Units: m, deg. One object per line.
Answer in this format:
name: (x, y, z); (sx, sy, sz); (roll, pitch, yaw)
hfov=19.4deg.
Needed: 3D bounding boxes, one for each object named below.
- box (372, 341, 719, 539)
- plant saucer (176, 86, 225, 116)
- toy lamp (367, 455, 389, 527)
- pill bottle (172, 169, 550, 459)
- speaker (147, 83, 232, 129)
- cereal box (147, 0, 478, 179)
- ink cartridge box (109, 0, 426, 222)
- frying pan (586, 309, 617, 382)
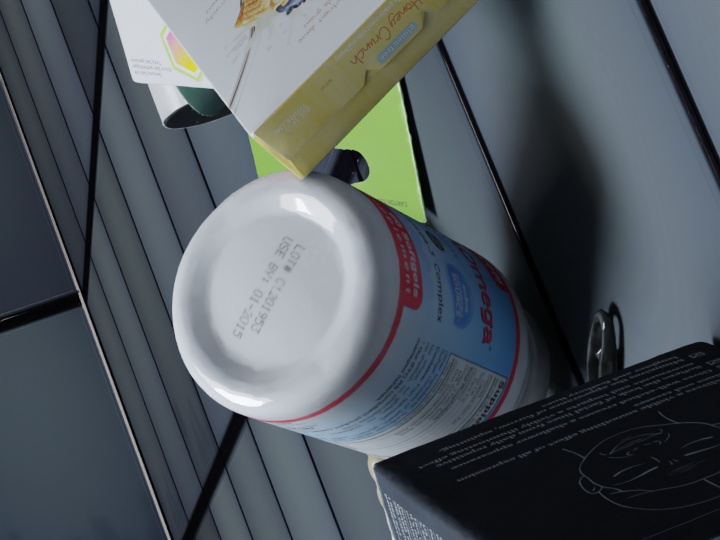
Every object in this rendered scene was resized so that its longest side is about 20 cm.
box: (0.111, 0.110, 0.737); (0.200, 0.148, 0.107); (-157, 49, -73)
plant saucer: (-0.092, -0.195, 1.273); (0.201, 0.039, 0.201); (-10, -90, -76)
toy lamp: (0.025, 0.156, 1.352); (0.058, 0.058, 0.200); (138, 112, -76)
pill bottle: (0.010, 0.030, 0.967); (0.200, 0.109, 0.109); (24, -144, -58)
speaker: (-0.130, -0.200, 1.440); (0.081, 0.081, 0.200); (130, 120, -75)
cereal box: (-0.020, -0.141, 0.948); (0.040, 0.144, 0.200); (41, -174, -34)
ink cartridge box: (-0.054, -0.112, 1.147); (0.148, 0.076, 0.200); (9, 120, 46)
frying pan: (0.113, 0.105, 0.994); (0.190, 0.031, 0.115); (96, 152, -68)
